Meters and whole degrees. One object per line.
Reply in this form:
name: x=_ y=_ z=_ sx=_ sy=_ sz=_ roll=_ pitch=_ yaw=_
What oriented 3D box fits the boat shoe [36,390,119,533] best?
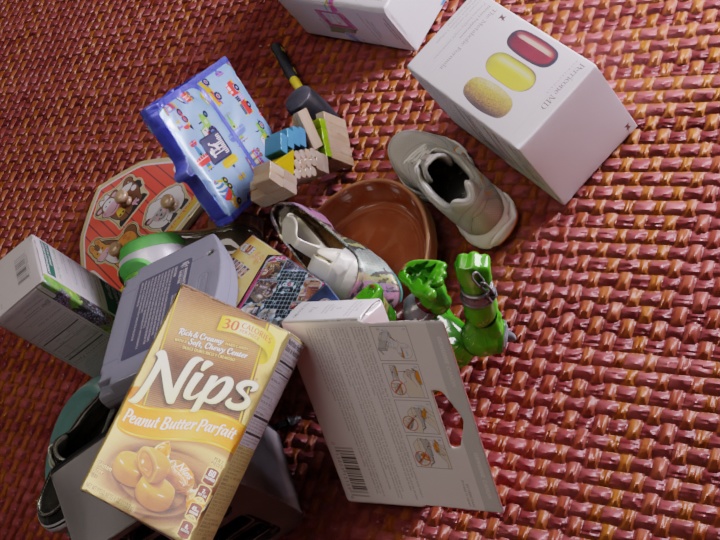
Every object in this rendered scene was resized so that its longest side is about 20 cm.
boat shoe: x=-0.288 y=0.188 z=1.255 sx=0.200 sy=0.071 sz=0.072 roll=-54 pitch=50 yaw=16

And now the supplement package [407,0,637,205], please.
supplement package: x=0.162 y=-0.178 z=1.238 sx=0.114 sy=0.109 sz=0.200 roll=-48 pitch=46 yaw=2

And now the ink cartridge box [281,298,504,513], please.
ink cartridge box: x=0.035 y=0.120 z=1.092 sx=0.173 sy=0.201 sz=0.044 roll=-3 pitch=26 yaw=35

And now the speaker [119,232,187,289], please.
speaker: x=-0.209 y=0.064 z=1.342 sx=0.088 sy=0.088 sz=0.201 roll=-23 pitch=72 yaw=24

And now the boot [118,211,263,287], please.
boot: x=-0.203 y=0.006 z=1.420 sx=0.199 sy=0.075 sz=0.097 roll=-22 pitch=49 yaw=22

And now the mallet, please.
mallet: x=-0.084 y=-0.234 z=1.489 sx=0.041 sy=0.066 sz=0.200 roll=-40 pitch=46 yaw=11

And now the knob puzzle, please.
knob puzzle: x=-0.300 y=-0.071 z=1.572 sx=0.219 sy=0.030 sz=0.221 roll=-19 pitch=53 yaw=27

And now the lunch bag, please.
lunch bag: x=-0.175 y=-0.136 z=1.375 sx=0.094 sy=0.151 sz=0.200 roll=-28 pitch=14 yaw=21

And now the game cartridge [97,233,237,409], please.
game cartridge: x=-0.186 y=0.045 z=1.212 sx=0.133 sy=0.041 sz=0.200 roll=-28 pitch=30 yaw=17

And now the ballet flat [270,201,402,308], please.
ballet flat: x=-0.037 y=-0.014 z=1.255 sx=0.200 sy=0.071 sz=0.069 roll=43 pitch=106 yaw=45

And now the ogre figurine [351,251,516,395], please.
ogre figurine: x=0.060 y=0.052 z=1.151 sx=0.200 sy=0.120 sz=0.098 roll=-36 pitch=32 yaw=18

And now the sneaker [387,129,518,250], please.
sneaker: x=0.082 y=-0.106 z=1.265 sx=0.076 sy=0.092 sz=0.200 roll=-48 pitch=45 yaw=2

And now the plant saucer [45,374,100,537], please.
plant saucer: x=-0.301 y=0.203 z=1.352 sx=0.200 sy=0.036 sz=0.201 roll=-23 pitch=59 yaw=45

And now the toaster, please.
toaster: x=-0.168 y=0.210 z=1.194 sx=0.200 sy=0.181 sz=0.119 roll=-35 pitch=53 yaw=13

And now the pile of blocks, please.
pile of blocks: x=-0.080 y=-0.126 z=1.347 sx=0.062 sy=0.082 sz=0.200 roll=-19 pitch=8 yaw=29

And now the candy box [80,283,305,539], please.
candy box: x=-0.145 y=0.127 z=1.066 sx=0.115 sy=0.055 sz=0.201 roll=23 pitch=82 yaw=17

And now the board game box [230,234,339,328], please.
board game box: x=-0.112 y=0.043 z=1.211 sx=0.135 sy=0.035 sz=0.200 roll=-43 pitch=28 yaw=-8

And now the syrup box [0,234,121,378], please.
syrup box: x=-0.324 y=0.052 z=1.394 sx=0.081 sy=0.200 sz=0.079 roll=-37 pitch=47 yaw=13

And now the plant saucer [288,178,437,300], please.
plant saucer: x=0.000 y=0.000 z=1.289 sx=0.200 sy=0.032 sz=0.201 roll=-21 pitch=55 yaw=33

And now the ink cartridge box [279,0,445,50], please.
ink cartridge box: x=0.011 y=-0.360 z=1.484 sx=0.199 sy=0.085 sz=0.145 roll=20 pitch=76 yaw=41
